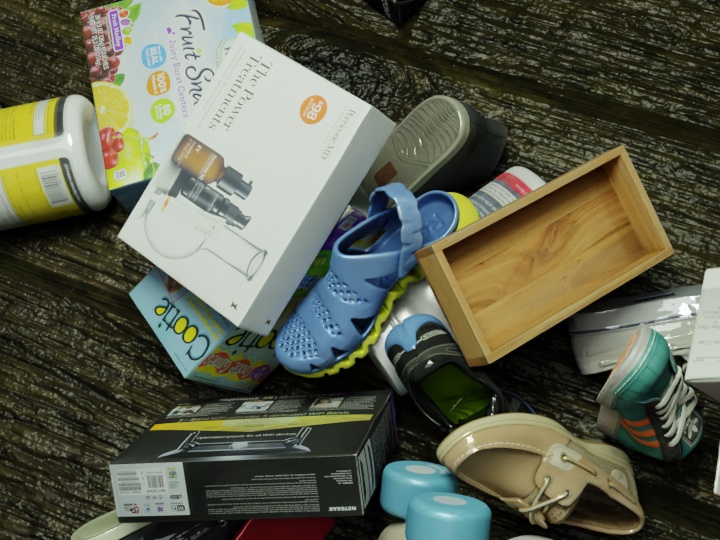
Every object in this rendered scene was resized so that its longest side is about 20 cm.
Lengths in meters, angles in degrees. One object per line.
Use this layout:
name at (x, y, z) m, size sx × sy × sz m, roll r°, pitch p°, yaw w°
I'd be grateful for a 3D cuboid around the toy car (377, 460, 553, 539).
toy car at (0.115, 0.257, 0.943) m, size 0.200 × 0.177 × 0.185 m, roll 4°, pitch 94°, yaw -11°

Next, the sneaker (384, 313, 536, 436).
sneaker at (0.090, 0.118, 0.991) m, size 0.071 × 0.200 × 0.083 m, roll -37°, pitch 33°, yaw 11°

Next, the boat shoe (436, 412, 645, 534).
boat shoe at (0.149, 0.163, 0.958) m, size 0.071 × 0.200 × 0.065 m, roll -51°, pitch 38°, yaw 32°

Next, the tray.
tray at (0.148, -0.014, 0.969) m, size 0.200 × 0.037 × 0.099 m, roll -28°, pitch 93°, yaw -26°

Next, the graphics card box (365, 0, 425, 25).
graphics card box at (0.007, -0.351, 1.234) m, size 0.200 × 0.051 × 0.125 m, roll 42°, pitch 80°, yaw 18°

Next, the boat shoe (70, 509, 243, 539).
boat shoe at (-0.139, 0.217, 1.041) m, size 0.199 × 0.074 × 0.066 m, roll -21°, pitch 99°, yaw -20°

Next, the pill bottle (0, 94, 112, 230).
pill bottle at (-0.343, -0.094, 1.158) m, size 0.200 × 0.112 × 0.112 m, roll -10°, pitch 69°, yaw 4°

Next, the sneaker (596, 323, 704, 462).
sneaker at (0.234, 0.101, 0.956) m, size 0.080 × 0.200 × 0.071 m, roll 29°, pitch 78°, yaw 19°

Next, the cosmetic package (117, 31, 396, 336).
cosmetic package at (-0.086, -0.071, 0.987) m, size 0.151 × 0.052 × 0.200 m, roll 33°, pitch 94°, yaw 28°

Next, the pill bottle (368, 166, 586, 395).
pill bottle at (0.089, 0.013, 1.053) m, size 0.200 × 0.120 × 0.120 m, roll -35°, pitch 69°, yaw -5°

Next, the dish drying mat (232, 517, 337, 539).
dish drying mat at (-0.102, 0.271, 1.020) m, size 0.200 × 0.077 × 0.018 m, roll -54°, pitch 30°, yaw -12°

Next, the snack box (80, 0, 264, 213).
snack box at (-0.170, -0.174, 1.186) m, size 0.168 × 0.068 × 0.200 m, roll -14°, pitch 70°, yaw 3°

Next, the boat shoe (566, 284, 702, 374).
boat shoe at (0.279, 0.053, 1.047) m, size 0.200 × 0.071 × 0.070 m, roll -9°, pitch 96°, yaw 1°

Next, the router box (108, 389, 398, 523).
router box at (-0.080, 0.148, 0.997) m, size 0.200 × 0.157 × 0.052 m, roll -4°, pitch 102°, yaw 13°

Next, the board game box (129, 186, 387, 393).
board game box at (-0.080, -0.004, 1.056) m, size 0.200 × 0.103 × 0.105 m, roll -45°, pitch 61°, yaw 11°

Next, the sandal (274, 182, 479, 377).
sandal at (0.000, 0.000, 0.977) m, size 0.200 × 0.087 × 0.079 m, roll -48°, pitch 51°, yaw 4°

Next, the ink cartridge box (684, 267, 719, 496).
ink cartridge box at (0.325, 0.114, 0.951) m, size 0.045 × 0.200 × 0.176 m, roll -8°, pitch 61°, yaw 50°

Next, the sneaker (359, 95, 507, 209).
sneaker at (0.044, -0.075, 1.124) m, size 0.200 × 0.106 × 0.075 m, roll -36°, pitch 66°, yaw 27°
